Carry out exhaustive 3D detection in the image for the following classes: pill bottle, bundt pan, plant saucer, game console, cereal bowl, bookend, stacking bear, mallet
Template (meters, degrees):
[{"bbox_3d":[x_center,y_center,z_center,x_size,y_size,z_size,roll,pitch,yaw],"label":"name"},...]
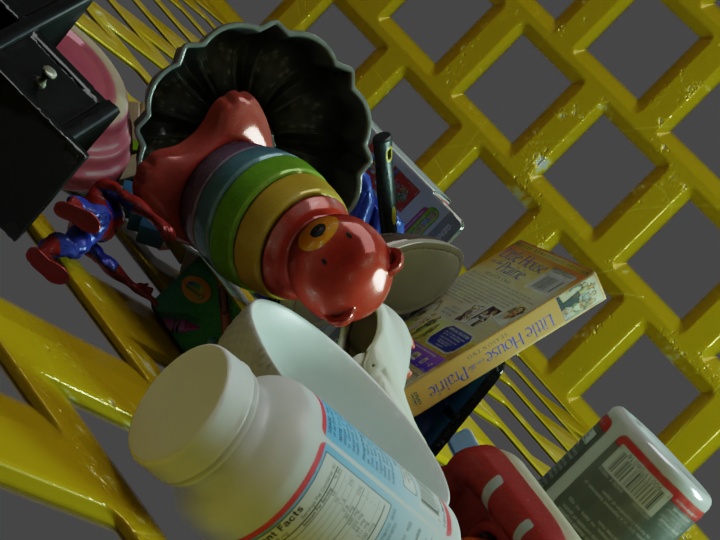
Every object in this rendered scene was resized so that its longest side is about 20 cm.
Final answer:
[{"bbox_3d":[0.179,0.218,1.724,0.114,0.200,0.114,44,6,-6],"label":"pill bottle"},{"bbox_3d":[-0.094,-0.107,1.719,0.202,0.202,0.076,43,-4,-21],"label":"bundt pan"},{"bbox_3d":[-0.255,-0.149,1.631,0.200,0.051,0.201,33,27,-19],"label":"plant saucer"},{"bbox_3d":[0.084,0.135,1.826,0.118,0.171,0.200,36,9,-20],"label":"game console"},{"bbox_3d":[-0.034,0.118,1.468,0.200,0.083,0.200,44,11,-10],"label":"cereal bowl"},{"bbox_3d":[-0.243,-0.151,1.497,0.200,0.092,0.199,46,30,1],"label":"bookend"},{"bbox_3d":[-0.055,-0.029,1.549,0.200,0.121,0.114,34,-23,41],"label":"stacking bear"},{"bbox_3d":[0.019,-0.020,1.789,0.041,0.066,0.201,18,-45,33],"label":"mallet"},{"bbox_3d":[-0.040,0.133,1.251,0.200,0.109,0.109,42,7,-29],"label":"pill bottle"}]

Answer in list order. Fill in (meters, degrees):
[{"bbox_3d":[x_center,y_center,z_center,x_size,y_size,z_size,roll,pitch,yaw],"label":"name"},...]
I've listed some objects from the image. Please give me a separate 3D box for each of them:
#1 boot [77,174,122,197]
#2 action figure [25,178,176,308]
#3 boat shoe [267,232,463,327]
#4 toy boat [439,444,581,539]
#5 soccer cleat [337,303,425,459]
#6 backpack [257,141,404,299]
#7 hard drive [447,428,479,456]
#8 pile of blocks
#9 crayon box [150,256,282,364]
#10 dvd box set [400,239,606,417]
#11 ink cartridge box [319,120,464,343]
[{"bbox_3d":[-0.279,-0.141,1.719,0.131,0.070,0.200,23,20,-49],"label":"boot"},{"bbox_3d":[-0.175,-0.017,1.522,0.099,0.065,0.200,34,8,-5],"label":"action figure"},{"bbox_3d":[0.000,0.000,1.726,0.199,0.072,0.059,-13,37,-41],"label":"boat shoe"},{"bbox_3d":[0.081,0.221,1.567,0.130,0.131,0.200,5,28,-30],"label":"toy boat"},{"bbox_3d":[0.009,0.107,1.595,0.078,0.069,0.201,41,33,-42],"label":"soccer cleat"},{"bbox_3d":[-0.063,-0.034,1.892,0.167,0.163,0.200,26,2,-20],"label":"backpack"},{"bbox_3d":[0.145,0.248,1.875,0.201,0.026,0.132,60,1,-21],"label":"hard drive"},{"bbox_3d":[-0.189,-0.059,1.818,0.201,0.082,0.062,59,-31,28],"label":"pile of blocks"},{"bbox_3d":[-0.066,0.079,1.656,0.119,0.058,0.200,50,8,37],"label":"crayon box"},{"bbox_3d":[0.086,0.046,1.741,0.030,0.199,0.146,65,-15,-21],"label":"dvd box set"},{"bbox_3d":[-0.018,-0.030,2.022,0.176,0.200,0.084,46,6,14],"label":"ink cartridge box"}]
